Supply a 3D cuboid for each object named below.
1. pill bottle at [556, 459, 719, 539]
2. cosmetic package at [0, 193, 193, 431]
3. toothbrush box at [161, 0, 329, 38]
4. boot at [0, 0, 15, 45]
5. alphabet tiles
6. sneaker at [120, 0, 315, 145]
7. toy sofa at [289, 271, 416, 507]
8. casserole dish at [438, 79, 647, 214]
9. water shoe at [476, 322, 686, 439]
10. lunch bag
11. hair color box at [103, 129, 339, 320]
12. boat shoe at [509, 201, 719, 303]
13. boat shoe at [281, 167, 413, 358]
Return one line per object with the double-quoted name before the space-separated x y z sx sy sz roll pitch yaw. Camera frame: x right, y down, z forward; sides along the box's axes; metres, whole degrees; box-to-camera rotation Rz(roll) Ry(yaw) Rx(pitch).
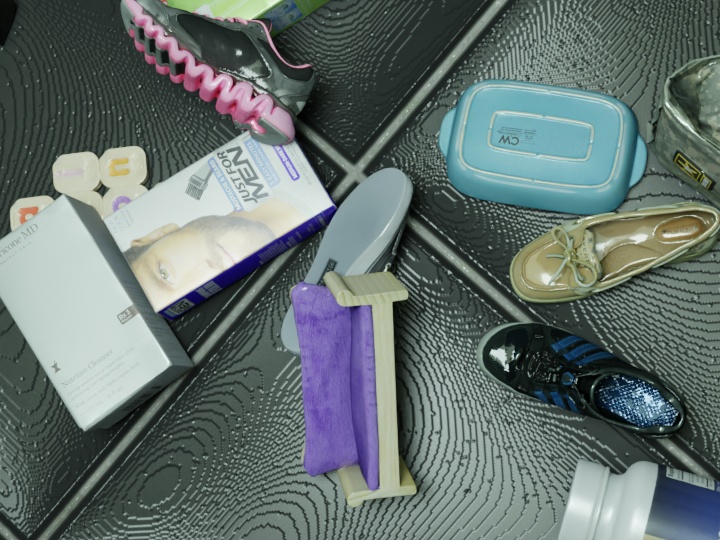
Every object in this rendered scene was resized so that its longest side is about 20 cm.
"pill bottle" 0.278 0.232 1.137 0.199 0.111 0.112 15 87 11
"cosmetic package" -0.264 0.040 1.247 0.113 0.081 0.200 -37 81 4
"toothbrush box" -0.121 -0.303 1.272 0.200 0.086 0.146 -33 82 6
"boot" -0.482 -0.236 1.335 0.199 0.068 0.189 21 88 12
"alphabet tiles" -0.254 -0.022 1.301 0.194 0.015 0.201 -7 83 6
"sneaker" -0.127 -0.206 1.203 0.200 0.079 0.096 36 76 -10
"toy sofa" -0.007 0.105 1.172 0.097 0.083 0.201 -5 104 -9
"casserole dish" 0.170 -0.122 1.224 0.199 0.039 0.122 10 79 12
"water shoe" 0.202 0.095 1.180 0.199 0.079 0.072 18 87 11
"lunch bag" 0.352 -0.116 1.133 0.199 0.164 0.118 7 82 11
"hair color box" -0.132 -0.051 1.252 0.199 0.065 0.110 -32 80 1
"boat shoe" 0.232 -0.023 1.195 0.199 0.063 0.074 -20 81 7
"boat shoe" 0.000 0.000 1.233 0.070 0.066 0.201 28 90 43
